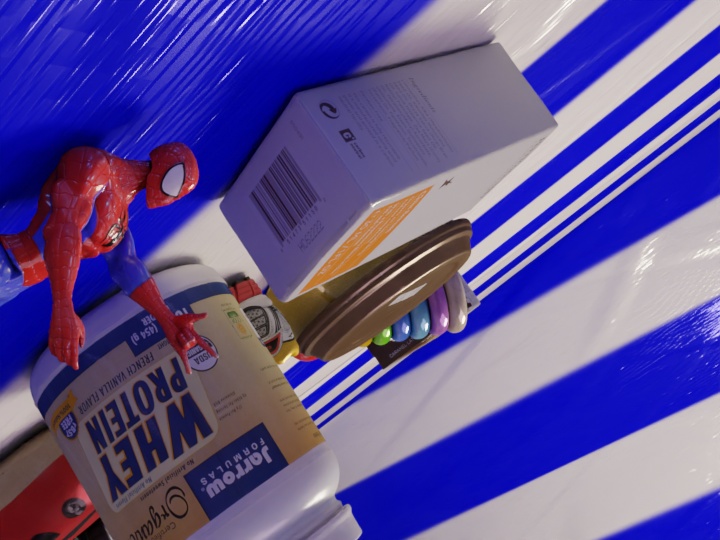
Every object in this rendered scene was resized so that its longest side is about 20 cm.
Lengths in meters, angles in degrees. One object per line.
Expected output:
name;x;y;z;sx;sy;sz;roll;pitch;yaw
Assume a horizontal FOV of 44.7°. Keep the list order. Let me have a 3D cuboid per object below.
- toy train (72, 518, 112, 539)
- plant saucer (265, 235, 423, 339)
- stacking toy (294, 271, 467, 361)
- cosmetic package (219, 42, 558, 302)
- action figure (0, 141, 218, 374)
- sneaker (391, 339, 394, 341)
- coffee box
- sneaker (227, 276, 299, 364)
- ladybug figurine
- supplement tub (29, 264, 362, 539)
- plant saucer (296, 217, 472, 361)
toy train;-0.324;0.282;0.830;0.198;0.114;0.086;-32;138;-5
plant saucer;0.000;0.000;0.824;0.198;0.049;0.200;-33;170;-25
stacking toy;0.011;0.046;0.938;0.195;0.087;0.086;-14;166;-9
cosmetic package;0.023;-0.065;0.527;0.198;0.072;0.101;-27;167;-45
action figure;-0.135;0.026;0.340;0.198;0.100;0.065;-36;172;-13
sneaker;0.035;0.037;1.058;0.087;0.075;0.199;-44;169;21
coffee box;0.096;0.073;1.402;0.114;0.080;0.199;-41;169;28
sneaker;-0.122;0.105;0.683;0.201;0.082;0.078;-53;169;21
ladybug figurine;-0.256;0.185;0.729;0.135;0.073;0.200;-24;165;-48
supplement tub;-0.101;0.116;0.556;0.143;0.202;0.145;-34;170;-7
plant saucer;0.027;0.024;0.804;0.198;0.030;0.200;-35;169;-7
